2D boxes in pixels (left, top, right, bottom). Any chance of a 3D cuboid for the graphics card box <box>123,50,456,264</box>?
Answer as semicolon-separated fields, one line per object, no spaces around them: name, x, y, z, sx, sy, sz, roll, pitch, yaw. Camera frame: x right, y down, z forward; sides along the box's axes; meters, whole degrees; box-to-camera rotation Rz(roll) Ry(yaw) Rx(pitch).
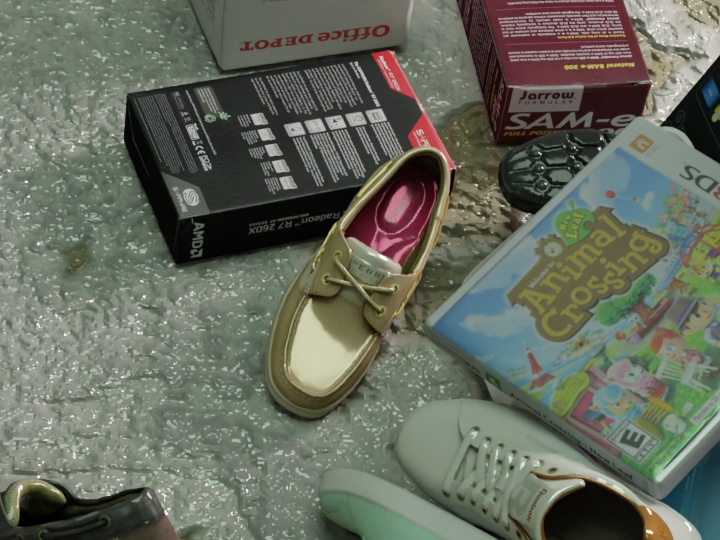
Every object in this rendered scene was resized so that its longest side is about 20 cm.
graphics card box;-0.050;-0.080;1.687;0.200;0.051;0.126;-11;51;-20

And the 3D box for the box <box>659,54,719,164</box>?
box;0.270;-0.044;1.579;0.148;0.200;0.124;13;41;-33

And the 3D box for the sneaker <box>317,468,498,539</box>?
sneaker;0.023;0.193;1.436;0.200;0.074;0.118;24;83;48

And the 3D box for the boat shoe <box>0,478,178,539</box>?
boat shoe;-0.177;0.145;1.353;0.200;0.065;0.073;-4;11;32

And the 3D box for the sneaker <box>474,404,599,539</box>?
sneaker;0.113;0.176;1.471;0.088;0.080;0.200;-28;68;23

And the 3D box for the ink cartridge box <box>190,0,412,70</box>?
ink cartridge box;-0.045;-0.269;1.759;0.147;0.200;0.145;-8;48;-16

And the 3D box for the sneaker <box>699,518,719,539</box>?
sneaker;0.285;0.185;1.487;0.200;0.074;0.082;-4;53;-9

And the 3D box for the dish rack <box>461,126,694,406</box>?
dish rack;0.144;0.017;1.540;0.043;0.200;0.172;21;37;-43

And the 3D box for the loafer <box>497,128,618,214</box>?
loafer;0.187;-0.056;1.691;0.200;0.070;0.068;-1;65;-17

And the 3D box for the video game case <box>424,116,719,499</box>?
video game case;0.169;0.016;1.445;0.182;0.022;0.200;35;67;30

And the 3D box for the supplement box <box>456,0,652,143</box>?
supplement box;0.135;-0.184;1.805;0.109;0.061;0.200;-2;48;-10

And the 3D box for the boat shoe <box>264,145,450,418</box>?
boat shoe;0.000;0.000;1.584;0.074;0.069;0.200;28;64;-3

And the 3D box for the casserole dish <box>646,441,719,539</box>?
casserole dish;0.219;0.147;1.424;0.039;0.121;0.200;38;52;-34

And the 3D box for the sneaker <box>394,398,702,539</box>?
sneaker;0.096;0.120;1.397;0.200;0.085;0.073;22;89;29
